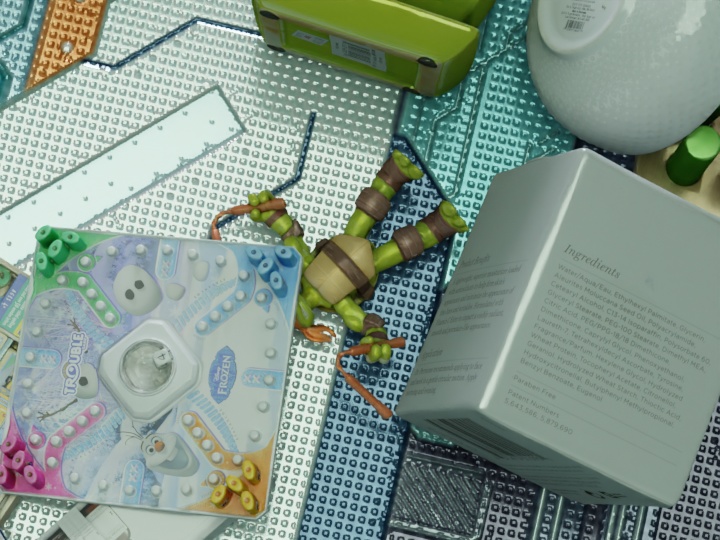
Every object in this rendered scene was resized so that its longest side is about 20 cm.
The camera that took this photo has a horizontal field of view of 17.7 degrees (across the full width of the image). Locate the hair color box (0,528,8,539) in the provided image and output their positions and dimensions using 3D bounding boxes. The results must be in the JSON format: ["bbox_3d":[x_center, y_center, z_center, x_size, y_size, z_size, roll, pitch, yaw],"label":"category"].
[{"bbox_3d":[-0.332,0.245,1.608,0.200,0.061,0.100,-34,81,8],"label":"hair color box"}]

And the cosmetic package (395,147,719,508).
[{"bbox_3d":[0.155,0.043,1.620,0.165,0.165,0.200,27,78,-16],"label":"cosmetic package"}]

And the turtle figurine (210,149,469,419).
[{"bbox_3d":[0.000,0.000,1.692,0.161,0.064,0.200,-41,74,-4],"label":"turtle figurine"}]

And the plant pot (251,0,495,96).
[{"bbox_3d":[0.021,-0.239,1.681,0.199,0.200,0.182,18,84,1],"label":"plant pot"}]

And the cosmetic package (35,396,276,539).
[{"bbox_3d":[-0.161,0.187,1.656,0.200,0.051,0.083,-42,84,-9],"label":"cosmetic package"}]

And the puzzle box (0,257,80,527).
[{"bbox_3d":[-0.280,0.096,1.683,0.133,0.025,0.200,31,79,4],"label":"puzzle box"}]

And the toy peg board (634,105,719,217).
[{"bbox_3d":[0.316,-0.133,1.708,0.199,0.098,0.200,9,79,0],"label":"toy peg board"}]

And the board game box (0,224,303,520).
[{"bbox_3d":[-0.152,0.069,1.645,0.200,0.026,0.200,5,75,10],"label":"board game box"}]

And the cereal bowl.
[{"bbox_3d":[0.190,-0.188,1.667,0.083,0.200,0.200,20,75,-37],"label":"cereal bowl"}]
